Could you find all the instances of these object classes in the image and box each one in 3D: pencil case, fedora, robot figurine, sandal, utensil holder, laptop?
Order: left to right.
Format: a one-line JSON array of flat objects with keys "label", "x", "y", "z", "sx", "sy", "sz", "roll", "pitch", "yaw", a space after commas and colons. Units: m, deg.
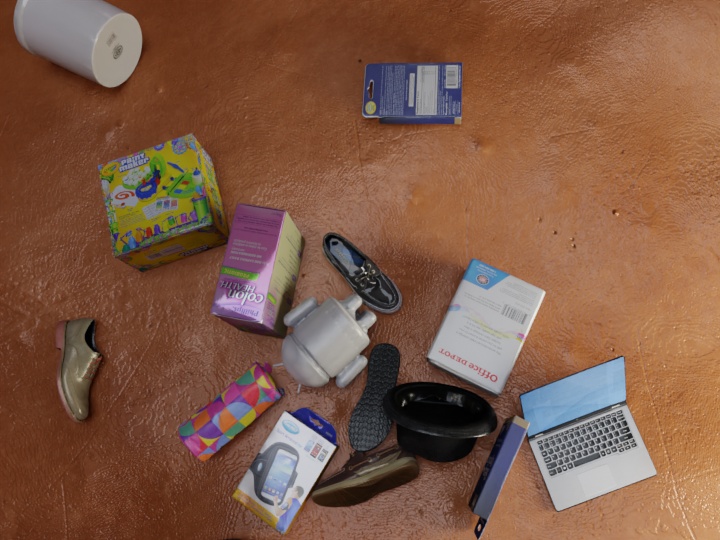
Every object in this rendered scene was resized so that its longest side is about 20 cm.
[{"label": "utensil holder", "x": -0.590, "y": -0.500, "z": 1.403, "sx": 0.198, "sy": 0.170, "sz": 0.172, "roll": 27, "pitch": 80, "yaw": 10}, {"label": "pencil case", "x": -0.234, "y": 0.255, "z": 1.210, "sx": 0.199, "sy": 0.089, "sz": 0.089, "roll": -39, "pitch": 75, "yaw": -6}, {"label": "robot figurine", "x": -0.063, "y": 0.129, "z": 1.202, "sx": 0.200, "sy": 0.113, "sz": 0.170, "roll": -42, "pitch": 91, "yaw": -4}, {"label": "sandal", "x": 0.032, "y": 0.234, "z": 1.204, "sx": 0.074, "sy": 0.048, "sz": 0.203, "roll": 14, "pitch": 65, "yaw": 10}, {"label": "fedora", "x": 0.131, "y": 0.268, "z": 1.138, "sx": 0.197, "sy": 0.201, "sz": 0.093, "roll": 9, "pitch": 107, "yaw": 9}, {"label": "laptop", "x": 0.382, "y": 0.276, "z": 1.109, "sx": 0.185, "sy": 0.116, "sz": 0.203, "roll": -20, "pitch": 74, "yaw": 2}]

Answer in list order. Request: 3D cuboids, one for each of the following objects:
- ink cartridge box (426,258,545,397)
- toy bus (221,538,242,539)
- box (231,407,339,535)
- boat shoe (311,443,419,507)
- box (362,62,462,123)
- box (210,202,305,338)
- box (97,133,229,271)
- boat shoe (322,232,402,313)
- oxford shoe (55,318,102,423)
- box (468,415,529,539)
[{"label": "ink cartridge box", "x": 0.222, "y": 0.105, "z": 1.189, "sx": 0.143, "sy": 0.085, "sz": 0.202, "roll": 25, "pitch": 79, "yaw": 13}, {"label": "toy bus", "x": -0.165, "y": 0.512, "z": 1.080, "sx": 0.188, "sy": 0.200, "sz": 0.138, "roll": -5, "pitch": 75, "yaw": -3}, {"label": "box", "x": -0.128, "y": 0.350, "z": 1.192, "sx": 0.118, "sy": 0.042, "sz": 0.202, "roll": 30, "pitch": 83, "yaw": 13}, {"label": "boat shoe", "x": 0.005, "y": 0.355, "z": 1.169, "sx": 0.197, "sy": 0.072, "sz": 0.073, "roll": -24, "pitch": 43, "yaw": 9}, {"label": "box", "x": 0.105, "y": -0.358, "z": 1.340, "sx": 0.196, "sy": 0.032, "sz": 0.123, "roll": 2, "pitch": 76, "yaw": 6}, {"label": "box", "x": -0.181, "y": 0.006, "z": 1.216, "sx": 0.095, "sy": 0.176, "sz": 0.204, "roll": 8, "pitch": 77, "yaw": 9}, {"label": "box", "x": -0.382, "y": -0.130, "z": 1.303, "sx": 0.197, "sy": 0.122, "sz": 0.196, "roll": -17, "pitch": 74, "yaw": 3}, {"label": "boat shoe", "x": 0.000, "y": 0.000, "z": 1.251, "sx": 0.070, "sy": 0.066, "sz": 0.200, "roll": -41, "pitch": 75, "yaw": -4}, {"label": "oxford shoe", "x": -0.534, "y": 0.186, "z": 1.269, "sx": 0.073, "sy": 0.071, "sz": 0.203, "roll": -12, "pitch": 76, "yaw": -2}, {"label": "box", "x": 0.223, "y": 0.342, "z": 1.109, "sx": 0.032, "sy": 0.121, "sz": 0.202, "roll": 24, "pitch": 79, "yaw": 11}]
